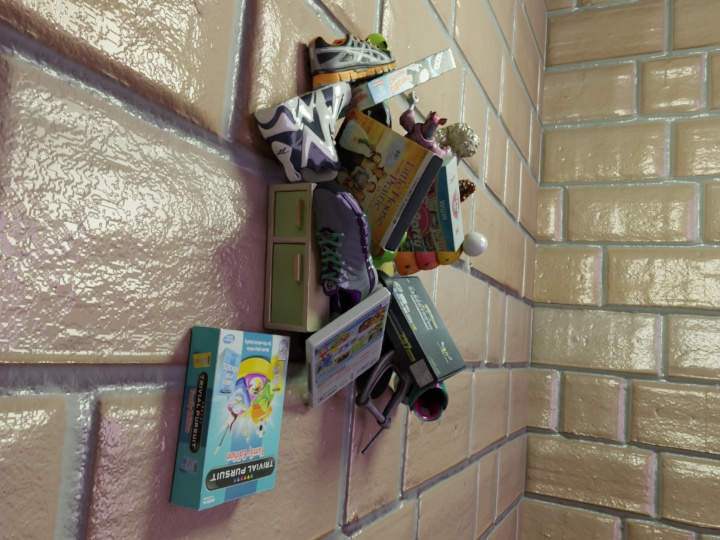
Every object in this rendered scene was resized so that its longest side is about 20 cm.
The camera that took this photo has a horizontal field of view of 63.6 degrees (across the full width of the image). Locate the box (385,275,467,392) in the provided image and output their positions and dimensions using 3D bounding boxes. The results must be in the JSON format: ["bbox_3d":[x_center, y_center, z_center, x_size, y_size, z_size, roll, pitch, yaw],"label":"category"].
[{"bbox_3d":[0.105,0.107,1.052,0.157,0.051,0.202,2,58,-62],"label":"box"}]

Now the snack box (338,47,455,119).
[{"bbox_3d":[0.052,-0.308,0.963,0.199,0.115,0.038,-34,107,-32],"label":"snack box"}]

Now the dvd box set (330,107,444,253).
[{"bbox_3d":[0.016,-0.137,0.848,0.029,0.200,0.148,14,110,-45],"label":"dvd box set"}]

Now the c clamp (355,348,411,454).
[{"bbox_3d":[0.040,0.233,1.040,0.171,0.027,0.201,-48,146,-18],"label":"c clamp"}]

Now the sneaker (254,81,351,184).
[{"bbox_3d":[-0.062,-0.192,0.844,0.199,0.078,0.132,-47,124,-56],"label":"sneaker"}]

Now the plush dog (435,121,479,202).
[{"bbox_3d":[0.151,-0.195,1.219,0.158,0.199,0.175,-12,84,-31],"label":"plush dog"}]

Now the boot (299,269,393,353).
[{"bbox_3d":[-0.032,0.104,0.953,0.167,0.076,0.203,-23,137,-41],"label":"boot"}]

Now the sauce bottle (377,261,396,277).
[{"bbox_3d":[0.000,0.000,1.016,0.199,0.064,0.066,1,91,-65],"label":"sauce bottle"}]

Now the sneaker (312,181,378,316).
[{"bbox_3d":[-0.027,-0.019,0.790,0.088,0.073,0.202,-58,142,-37],"label":"sneaker"}]

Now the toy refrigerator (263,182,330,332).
[{"bbox_3d":[-0.089,-0.018,0.825,0.070,0.075,0.204,4,88,-63],"label":"toy refrigerator"}]

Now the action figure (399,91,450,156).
[{"bbox_3d":[0.086,-0.226,1.070,0.134,0.200,0.149,44,57,0],"label":"action figure"}]

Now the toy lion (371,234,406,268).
[{"bbox_3d":[0.011,-0.112,0.922,0.068,0.200,0.193,9,118,-45],"label":"toy lion"}]

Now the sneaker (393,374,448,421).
[{"bbox_3d":[0.121,0.251,1.165,0.202,0.082,0.122,104,-17,-49],"label":"sneaker"}]

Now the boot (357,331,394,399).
[{"bbox_3d":[0.063,0.161,1.158,0.174,0.068,0.203,42,61,-67],"label":"boot"}]

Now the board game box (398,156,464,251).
[{"bbox_3d":[0.071,-0.112,1.003,0.064,0.197,0.150,-44,129,-55],"label":"board game box"}]

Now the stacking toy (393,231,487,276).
[{"bbox_3d":[0.160,-0.055,1.186,0.146,0.197,0.149,-5,96,-62],"label":"stacking toy"}]

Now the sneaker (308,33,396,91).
[{"bbox_3d":[-0.010,-0.347,0.948,0.199,0.077,0.078,-31,107,-47],"label":"sneaker"}]

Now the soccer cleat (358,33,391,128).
[{"bbox_3d":[0.024,-0.330,1.073,0.084,0.063,0.204,155,-67,-87],"label":"soccer cleat"}]

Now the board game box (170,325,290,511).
[{"bbox_3d":[-0.156,0.178,0.731,0.150,0.046,0.204,19,74,-62],"label":"board game box"}]

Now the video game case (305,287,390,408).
[{"bbox_3d":[-0.021,0.122,0.877,0.142,0.018,0.201,-32,152,-24],"label":"video game case"}]
